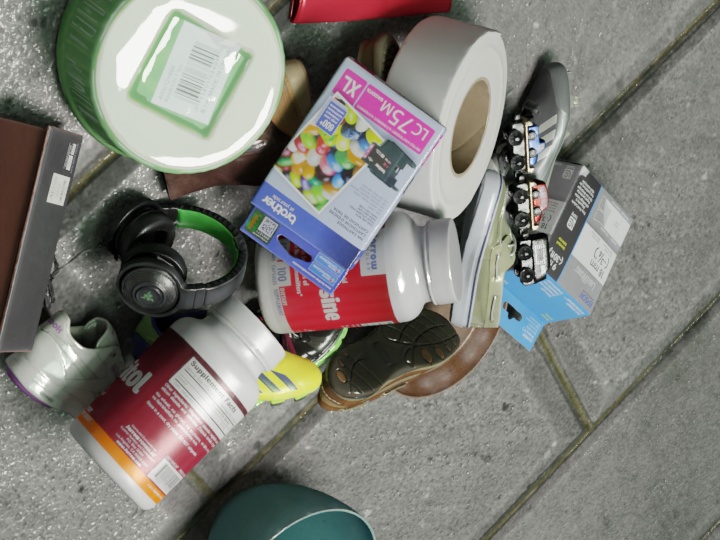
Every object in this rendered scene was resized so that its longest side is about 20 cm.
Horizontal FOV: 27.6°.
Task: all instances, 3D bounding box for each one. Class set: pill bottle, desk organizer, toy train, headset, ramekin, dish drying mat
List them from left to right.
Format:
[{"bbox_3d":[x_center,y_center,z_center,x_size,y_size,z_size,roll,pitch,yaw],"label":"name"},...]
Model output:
[{"bbox_3d":[-0.318,-0.035,1.305,0.072,0.076,0.203,8,96,-77],"label":"desk organizer"},{"bbox_3d":[-0.208,-0.003,1.400,0.197,0.124,0.095,-2,133,-22],"label":"headset"},{"bbox_3d":[-0.162,-0.183,1.296,0.198,0.098,0.203,-8,111,-21],"label":"ramekin"},{"bbox_3d":[-0.171,0.120,1.399,0.200,0.113,0.113,-44,135,-11],"label":"pill bottle"},{"bbox_3d":[0.000,0.000,1.488,0.197,0.113,0.113,-6,130,12],"label":"pill bottle"},{"bbox_3d":[0.017,-0.291,1.476,0.198,0.018,0.078,-12,123,-36],"label":"dish drying mat"},{"bbox_3d":[0.190,-0.080,1.646,0.045,0.034,0.203,-10,111,-8],"label":"toy train"}]

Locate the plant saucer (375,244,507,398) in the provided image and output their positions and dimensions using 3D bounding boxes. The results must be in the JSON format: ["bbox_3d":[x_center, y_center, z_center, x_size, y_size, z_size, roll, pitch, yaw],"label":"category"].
[{"bbox_3d":[0.090,0.055,1.735,0.199,0.034,0.202,-20,127,-29],"label":"plant saucer"}]

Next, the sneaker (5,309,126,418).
[{"bbox_3d":[-0.252,0.109,1.450,0.100,0.075,0.200,-52,136,0],"label":"sneaker"}]

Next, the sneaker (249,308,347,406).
[{"bbox_3d":[-0.088,0.073,1.566,0.200,0.077,0.084,-41,138,-15],"label":"sneaker"}]

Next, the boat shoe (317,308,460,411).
[{"bbox_3d":[0.025,0.102,1.645,0.199,0.076,0.074,-19,159,-41],"label":"boat shoe"}]

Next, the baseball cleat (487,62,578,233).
[{"bbox_3d":[0.180,-0.140,1.668,0.105,0.070,0.203,5,102,-22],"label":"baseball cleat"}]

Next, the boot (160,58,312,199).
[{"bbox_3d":[-0.117,-0.107,1.457,0.165,0.072,0.202,-24,131,-12],"label":"boot"}]

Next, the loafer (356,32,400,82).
[{"bbox_3d":[0.000,-0.145,1.503,0.076,0.067,0.203,-37,137,-61],"label":"loafer"}]

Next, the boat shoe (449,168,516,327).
[{"bbox_3d":[0.144,-0.023,1.651,0.061,0.072,0.202,8,125,-2],"label":"boat shoe"}]

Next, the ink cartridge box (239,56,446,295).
[{"bbox_3d":[-0.020,-0.088,1.409,0.201,0.119,0.042,-55,178,10],"label":"ink cartridge box"}]

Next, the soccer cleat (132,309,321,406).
[{"bbox_3d":[-0.132,0.082,1.488,0.198,0.065,0.085,12,111,-7],"label":"soccer cleat"}]

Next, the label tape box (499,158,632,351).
[{"bbox_3d":[0.237,-0.011,1.765,0.144,0.063,0.202,37,75,-46],"label":"label tape box"}]

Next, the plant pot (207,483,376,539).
[{"bbox_3d":[-0.099,0.322,1.665,0.198,0.134,0.202,-20,126,-29],"label":"plant pot"}]

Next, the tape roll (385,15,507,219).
[{"bbox_3d":[0.084,-0.157,1.515,0.203,0.070,0.204,-50,149,-45],"label":"tape roll"}]
